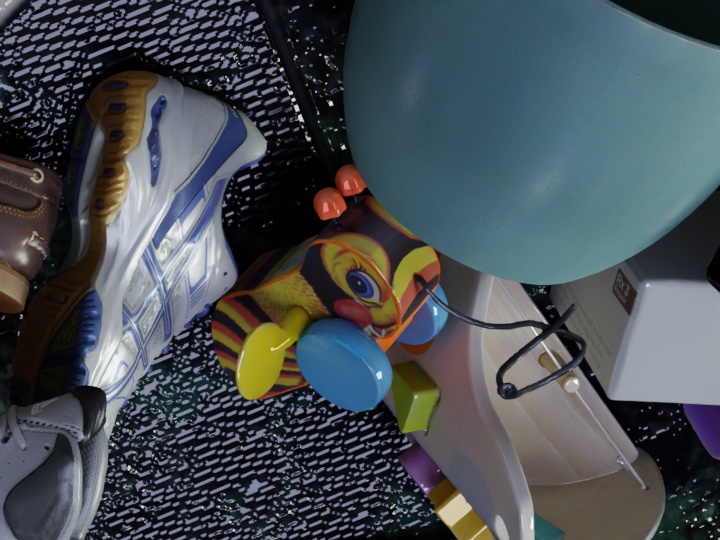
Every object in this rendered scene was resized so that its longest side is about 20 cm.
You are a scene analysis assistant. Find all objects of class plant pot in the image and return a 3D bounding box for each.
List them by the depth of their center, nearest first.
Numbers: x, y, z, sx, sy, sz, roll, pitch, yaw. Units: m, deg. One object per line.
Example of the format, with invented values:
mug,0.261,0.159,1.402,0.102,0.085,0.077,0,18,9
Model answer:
plant pot,0.084,-0.092,1.243,0.200,0.201,0.161,14,124,-24

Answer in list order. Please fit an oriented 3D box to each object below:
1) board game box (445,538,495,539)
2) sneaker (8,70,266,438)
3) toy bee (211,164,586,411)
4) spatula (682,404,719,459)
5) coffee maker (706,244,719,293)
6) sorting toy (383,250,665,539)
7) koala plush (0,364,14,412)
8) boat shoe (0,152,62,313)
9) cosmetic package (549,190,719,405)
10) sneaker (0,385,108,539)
board game box,-0.021,0.200,1.467,0.200,0.019,0.103,-7,88,-12
sneaker,-0.097,0.014,1.298,0.088,0.075,0.200,14,97,-32
toy bee,0.000,0.000,1.303,0.200,0.131,0.109,-18,115,27
spatula,0.261,0.047,1.475,0.200,0.057,0.021,-16,138,-16
coffee maker,0.254,-0.054,1.281,0.135,0.192,0.200,25,103,-3
sorting toy,0.077,0.099,1.366,0.107,0.180,0.200,-33,125,5
koala plush,-0.208,0.147,1.331,0.177,0.184,0.200,-3,97,-34
boat shoe,-0.228,-0.047,1.253,0.200,0.070,0.070,22,76,-19
cosmetic package,0.203,0.014,1.399,0.200,0.102,0.074,3,119,-17
sneaker,-0.170,0.056,1.237,0.115,0.075,0.200,-26,96,14
